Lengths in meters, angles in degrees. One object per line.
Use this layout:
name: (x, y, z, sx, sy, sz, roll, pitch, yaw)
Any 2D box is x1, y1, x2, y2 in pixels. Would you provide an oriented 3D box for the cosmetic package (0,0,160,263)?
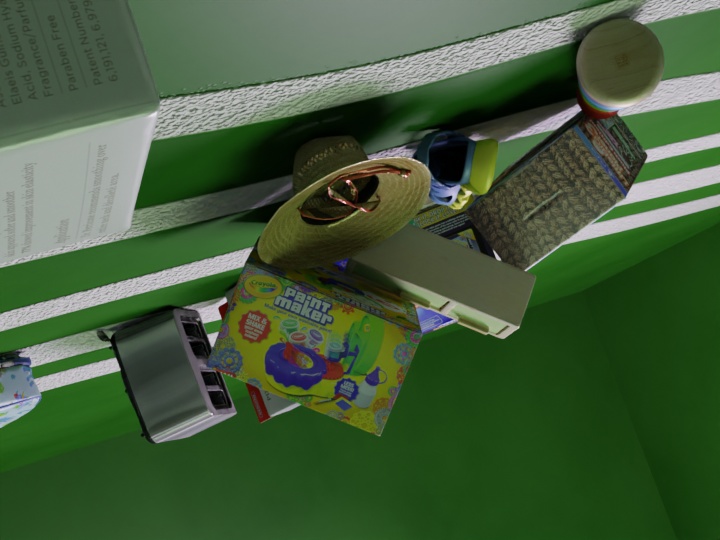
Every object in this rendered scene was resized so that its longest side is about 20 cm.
cosmetic package: (-0.215, -0.091, 0.527, 0.198, 0.168, 0.167, -17, 170, -21)

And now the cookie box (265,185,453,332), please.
cookie box: (0.000, 0.000, 1.435, 0.170, 0.200, 0.076, -24, -145, 26)

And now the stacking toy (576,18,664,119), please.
stacking toy: (0.261, -0.198, 1.219, 0.085, 0.086, 0.200, -21, 177, 6)

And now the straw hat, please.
straw hat: (-0.027, -0.089, 1.178, 0.199, 0.086, 0.201, -21, 158, -9)

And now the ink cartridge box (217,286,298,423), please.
ink cartridge box: (-0.155, 0.121, 1.763, 0.043, 0.202, 0.173, -14, 168, -42)

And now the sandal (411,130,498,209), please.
sandal: (0.098, -0.122, 1.350, 0.086, 0.080, 0.200, 13, 172, -5)

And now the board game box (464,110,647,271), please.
board game box: (0.233, -0.102, 1.365, 0.159, 0.097, 0.200, -38, -178, 28)

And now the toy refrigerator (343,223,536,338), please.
toy refrigerator: (0.085, 0.008, 1.301, 0.198, 0.071, 0.076, 22, 165, -3)

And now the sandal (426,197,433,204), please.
sandal: (0.006, -0.064, 1.471, 0.199, 0.058, 0.080, -16, 170, 3)

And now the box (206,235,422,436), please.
box: (-0.048, 0.065, 1.293, 0.198, 0.123, 0.193, 22, -171, -4)

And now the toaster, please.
toaster: (-0.288, 0.160, 1.788, 0.118, 0.182, 0.200, -24, 171, 7)

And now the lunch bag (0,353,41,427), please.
lunch bag: (-0.563, 0.190, 1.668, 0.160, 0.083, 0.199, -12, 168, -45)

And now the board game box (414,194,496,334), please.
board game box: (0.101, 0.000, 1.717, 0.198, 0.167, 0.057, -21, 169, 5)
